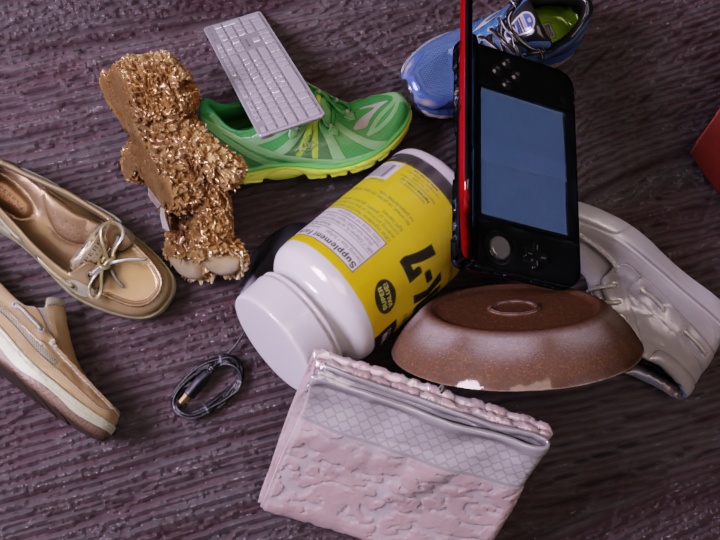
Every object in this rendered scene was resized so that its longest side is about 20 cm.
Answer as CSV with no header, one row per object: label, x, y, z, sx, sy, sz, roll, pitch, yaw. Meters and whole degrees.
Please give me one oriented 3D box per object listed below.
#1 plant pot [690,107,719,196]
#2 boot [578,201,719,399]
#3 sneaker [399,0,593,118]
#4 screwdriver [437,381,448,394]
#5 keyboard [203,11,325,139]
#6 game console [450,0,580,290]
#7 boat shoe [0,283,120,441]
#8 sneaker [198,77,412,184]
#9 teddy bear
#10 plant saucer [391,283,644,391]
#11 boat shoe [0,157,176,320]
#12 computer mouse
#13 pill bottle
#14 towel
plant pot,0.416,-0.130,0.906,0.175,0.200,0.201,37,77,12
boot,0.231,0.028,0.904,0.198,0.074,0.096,35,71,-2
sneaker,0.124,-0.206,0.919,0.198,0.089,0.079,-28,83,-15
screwdriver,0.079,0.073,0.825,0.029,0.200,0.028,-36,89,23
keyboard,-0.085,-0.170,0.865,0.055,0.011,0.201,-23,42,-5
game console,0.125,-0.107,0.793,0.169,0.118,0.204,12,68,-22
boat shoe,-0.267,0.054,0.839,0.199,0.072,0.076,39,66,1
sneaker,-0.048,-0.128,0.882,0.196,0.085,0.075,-11,38,-10
teddy bear,-0.145,-0.083,0.846,0.066,0.145,0.203,-26,87,-32
plant saucer,0.121,0.045,0.803,0.196,0.201,0.037,-5,104,-8
boat shoe,-0.245,-0.026,0.855,0.198,0.063,0.074,31,77,-2
computer mouse,-0.096,0.042,0.879,0.058,0.034,0.202,33,78,-2
pill bottle,0.000,0.000,0.841,0.199,0.114,0.115,-40,87,-23
towel,0.030,0.159,0.809,0.196,0.193,0.033,18,42,-3
